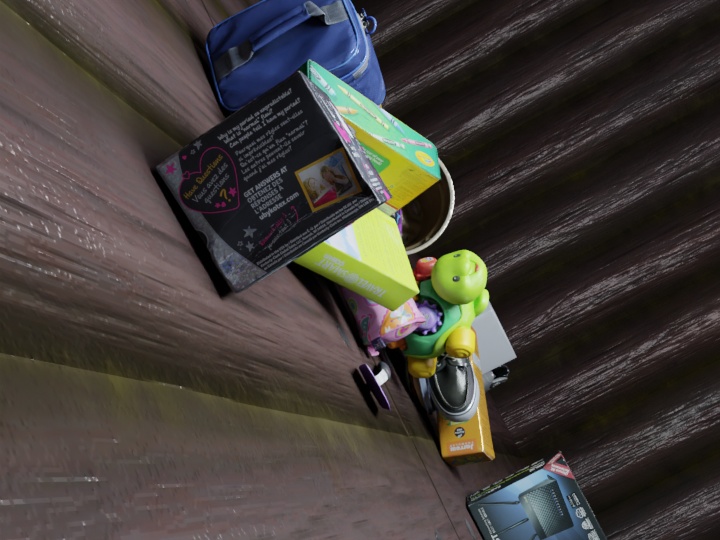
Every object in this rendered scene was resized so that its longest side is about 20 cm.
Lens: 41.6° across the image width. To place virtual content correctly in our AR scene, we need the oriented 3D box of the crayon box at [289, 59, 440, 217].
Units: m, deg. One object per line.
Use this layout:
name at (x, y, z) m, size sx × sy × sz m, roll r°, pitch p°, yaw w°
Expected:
crayon box at (-0.021, -0.135, 1.062) m, size 0.200 × 0.119 × 0.058 m, roll 29°, pitch 41°, yaw -34°

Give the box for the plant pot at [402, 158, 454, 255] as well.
plant pot at (0.056, -0.112, 1.667) m, size 0.201 × 0.200 × 0.183 m, roll 62°, pitch -4°, yaw 6°

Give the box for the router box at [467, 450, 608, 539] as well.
router box at (0.258, 0.373, 1.312) m, size 0.200 × 0.150 × 0.062 m, roll 62°, pitch 7°, yaw 4°

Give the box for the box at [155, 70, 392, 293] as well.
box at (-0.061, -0.071, 0.762) m, size 0.115 × 0.132 × 0.200 m, roll 58°, pitch 7°, yaw -2°

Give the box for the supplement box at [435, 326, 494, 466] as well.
supplement box at (0.143, 0.176, 1.369) m, size 0.069 × 0.066 × 0.201 m, roll 47°, pitch 34°, yaw -63°

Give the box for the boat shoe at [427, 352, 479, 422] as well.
boat shoe at (0.118, 0.114, 1.320) m, size 0.057 × 0.068 × 0.200 m, roll 64°, pitch 15°, yaw -52°

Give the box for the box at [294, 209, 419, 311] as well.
box at (-0.028, -0.043, 1.019) m, size 0.200 × 0.048 × 0.122 m, roll 28°, pitch 33°, yaw -40°

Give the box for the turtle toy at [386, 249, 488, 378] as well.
turtle toy at (0.096, 0.040, 1.214) m, size 0.101 × 0.200 × 0.146 m, roll 25°, pitch 52°, yaw -27°

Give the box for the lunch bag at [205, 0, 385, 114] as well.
lunch bag at (-0.070, -0.242, 1.094) m, size 0.132 × 0.200 × 0.136 m, roll 41°, pitch 27°, yaw -65°

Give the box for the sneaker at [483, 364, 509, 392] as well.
sneaker at (0.299, 0.260, 2.218) m, size 0.075 × 0.115 × 0.200 m, roll 63°, pitch 7°, yaw 10°

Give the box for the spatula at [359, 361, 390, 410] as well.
spatula at (0.023, 0.124, 1.085) m, size 0.057 × 0.021 × 0.200 m, roll 61°, pitch 6°, yaw 2°

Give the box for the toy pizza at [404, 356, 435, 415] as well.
toy pizza at (0.083, 0.112, 1.389) m, size 0.200 × 0.032 × 0.201 m, roll -7°, pitch 90°, yaw -81°

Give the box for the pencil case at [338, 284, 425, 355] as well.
pencil case at (0.000, 0.000, 1.157) m, size 0.200 × 0.087 × 0.087 m, roll 63°, pitch 7°, yaw 10°

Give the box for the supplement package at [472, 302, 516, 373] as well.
supplement package at (0.197, 0.101, 1.933) m, size 0.151 × 0.151 × 0.200 m, roll 57°, pitch 8°, yaw -38°

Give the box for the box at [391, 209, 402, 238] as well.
box at (0.033, -0.021, 1.360) m, size 0.143 × 0.036 × 0.201 m, roll 40°, pitch 49°, yaw -73°
